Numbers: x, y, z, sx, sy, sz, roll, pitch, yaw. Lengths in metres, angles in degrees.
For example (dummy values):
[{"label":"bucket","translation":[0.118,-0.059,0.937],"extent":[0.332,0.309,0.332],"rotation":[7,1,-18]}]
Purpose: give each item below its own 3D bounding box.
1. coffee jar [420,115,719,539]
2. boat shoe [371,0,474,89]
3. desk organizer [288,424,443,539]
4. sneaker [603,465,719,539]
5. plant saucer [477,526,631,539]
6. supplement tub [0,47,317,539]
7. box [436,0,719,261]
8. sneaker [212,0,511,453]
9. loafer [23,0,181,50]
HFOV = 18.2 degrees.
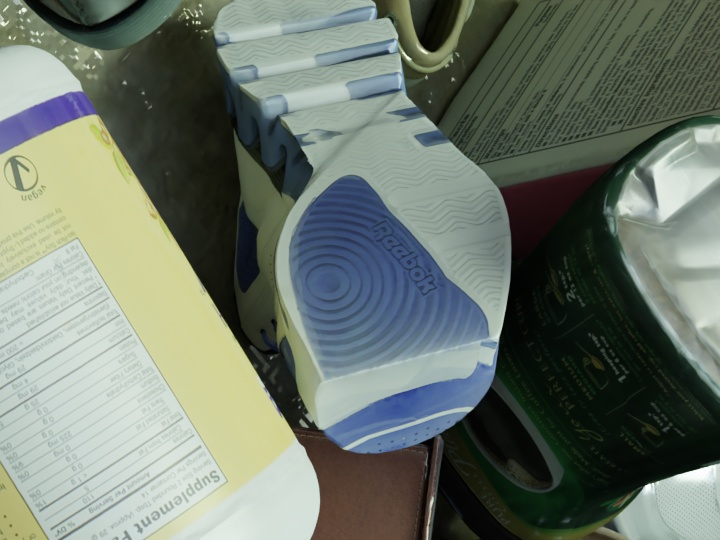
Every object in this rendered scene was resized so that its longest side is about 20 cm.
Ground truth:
[{"label":"coffee jar","translation":[0.085,0.030,0.779],"extent":[0.085,0.200,0.104],"rotation":[-34,87,-29]},{"label":"boat shoe","translation":[0.031,-0.160,0.882],"extent":[0.073,0.063,0.201],"rotation":[32,65,-29]},{"label":"desk organizer","translation":[-0.023,0.156,0.765],"extent":[0.077,0.072,0.201],"rotation":[8,74,1]},{"label":"sneaker","translation":[0.192,0.078,0.931],"extent":[0.199,0.115,0.075],"rotation":[-2,83,-37]},{"label":"plant saucer","translation":[0.069,0.197,0.867],"extent":[0.200,0.037,0.201],"rotation":[7,78,-37]},{"label":"supplement tub","translation":[-0.102,0.052,0.667],"extent":[0.145,0.145,0.200],"rotation":[-33,93,-36]},{"label":"box","translation":[0.131,-0.045,0.851],"extent":[0.109,0.200,0.128],"rotation":[47,59,-22]},{"label":"sneaker","translation":[0.000,-0.001,0.783],"extent":[0.080,0.200,0.115],"rotation":[-10,133,-9]},{"label":"loafer","translation":[-0.129,-0.147,0.688],"extent":[0.072,0.200,0.063],"rotation":[-50,155,3]}]
